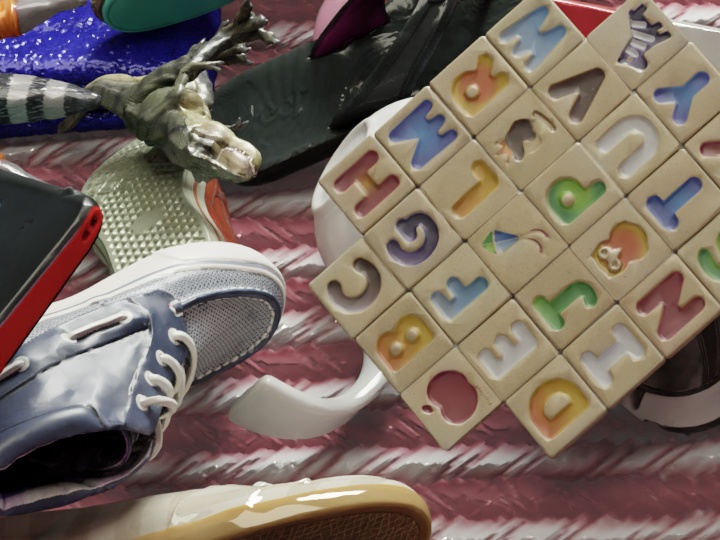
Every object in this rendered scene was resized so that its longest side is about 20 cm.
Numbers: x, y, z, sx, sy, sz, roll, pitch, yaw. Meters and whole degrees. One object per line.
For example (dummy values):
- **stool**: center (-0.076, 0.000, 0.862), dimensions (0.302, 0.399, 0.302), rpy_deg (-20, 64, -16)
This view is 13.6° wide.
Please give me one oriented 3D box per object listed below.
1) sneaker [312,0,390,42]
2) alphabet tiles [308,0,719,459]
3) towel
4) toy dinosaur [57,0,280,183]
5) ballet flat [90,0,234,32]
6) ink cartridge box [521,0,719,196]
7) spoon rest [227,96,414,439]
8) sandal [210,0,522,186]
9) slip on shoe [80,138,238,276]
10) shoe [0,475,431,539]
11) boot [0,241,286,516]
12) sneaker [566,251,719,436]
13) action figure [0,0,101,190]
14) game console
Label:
- **sneaker**: center (0.072, -0.142, 1.566), dimensions (0.200, 0.079, 0.095), rpy_deg (-39, 56, -21)
- **alphabet tiles**: center (0.081, -0.022, 1.330), dimensions (0.200, 0.006, 0.167), rpy_deg (-41, 74, 4)
- **towel**: center (-0.148, -0.151, 1.619), dimensions (0.147, 0.050, 0.201), rpy_deg (-5, 41, 3)
- **toy dinosaur**: center (-0.086, -0.089, 1.466), dimensions (0.088, 0.048, 0.200), rpy_deg (-41, 24, -13)
- **ballet flat**: center (-0.048, -0.184, 1.548), dimensions (0.199, 0.068, 0.076), rpy_deg (-19, 60, 7)
- **ink cartridge box**: center (0.183, -0.064, 1.393), dimensions (0.199, 0.083, 0.147), rpy_deg (13, 2, 22)
- **spoon rest**: center (0.000, 0.000, 1.409), dimensions (0.060, 0.099, 0.201), rpy_deg (33, 53, -13)
- **sandal**: center (0.005, -0.103, 1.484), dimensions (0.200, 0.048, 0.076), rpy_deg (-29, 59, 15)
- **slip on shoe**: center (-0.090, -0.014, 1.451), dimensions (0.074, 0.061, 0.200), rpy_deg (-29, 29, 3)
- **shoe**: center (-0.069, 0.114, 1.288), dimensions (0.199, 0.070, 0.054), rpy_deg (-12, 49, -2)
- **boot**: center (-0.099, 0.051, 1.288), dimensions (0.199, 0.073, 0.090), rpy_deg (-18, 41, -32)
- **sneaker**: center (0.096, -0.008, 1.388), dimensions (0.066, 0.091, 0.200), rpy_deg (-32, 47, -28)
- **action figure**: center (-0.226, -0.117, 1.466), dimensions (0.192, 0.201, 0.105), rpy_deg (3, 15, -16)
- **game console**: center (-0.212, 0.022, 1.258), dimensions (0.199, 0.031, 0.177), rpy_deg (17, 68, 49)
